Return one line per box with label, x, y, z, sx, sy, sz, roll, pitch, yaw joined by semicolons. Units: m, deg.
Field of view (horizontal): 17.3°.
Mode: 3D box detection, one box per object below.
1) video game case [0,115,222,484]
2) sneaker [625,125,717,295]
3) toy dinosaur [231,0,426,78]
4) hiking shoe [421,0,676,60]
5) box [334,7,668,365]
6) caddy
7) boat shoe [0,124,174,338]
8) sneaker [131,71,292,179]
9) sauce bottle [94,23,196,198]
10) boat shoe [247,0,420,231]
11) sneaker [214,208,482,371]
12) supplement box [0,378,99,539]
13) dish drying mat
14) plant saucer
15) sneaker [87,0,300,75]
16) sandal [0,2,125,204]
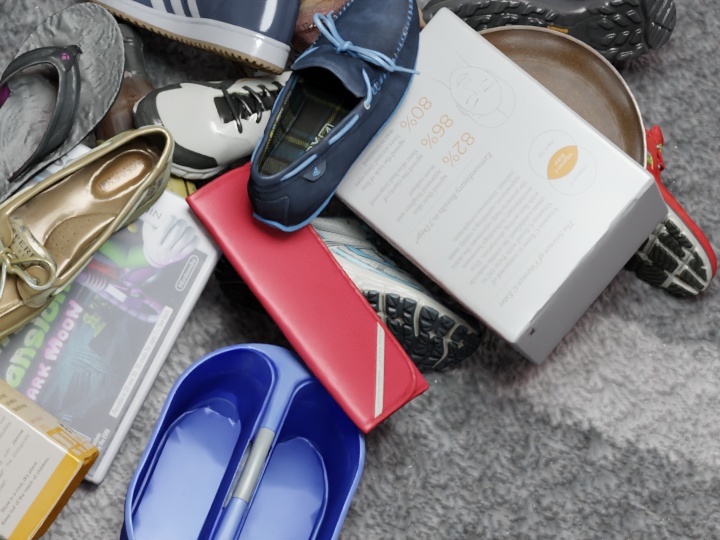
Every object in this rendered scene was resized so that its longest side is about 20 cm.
video game case;-0.210;0.016;1.614;0.181;0.023;0.201;27;83;0
sneaker;0.209;-0.073;1.791;0.085;0.077;0.200;-32;77;-34
toy dinosaur;-0.038;-0.186;1.732;0.135;0.200;0.086;-14;93;-23
hiking shoe;0.141;-0.199;1.843;0.198;0.076;0.101;-3;27;-1
box;0.092;-0.057;1.677;0.200;0.106;0.152;41;91;17
caddy;-0.079;0.147;1.580;0.141;0.105;0.201;23;61;-3
boat shoe;-0.204;-0.029;1.561;0.073;0.063;0.200;45;70;0
sneaker;-0.075;-0.114;1.689;0.199;0.080;0.074;-7;70;-44
sauce bottle;-0.155;-0.081;1.698;0.064;0.065;0.201;-6;65;-18
boat shoe;-0.012;-0.120;1.608;0.084;0.069;0.201;15;66;17
sneaker;0.000;0.000;1.695;0.199;0.078;0.087;24;50;-7
supplement box;-0.272;0.090;1.530;0.199;0.126;0.074;35;89;-1
dish drying mat;-0.034;0.015;1.615;0.077;0.018;0.200;-33;84;-41
plant saucer;0.113;-0.080;1.748;0.199;0.032;0.202;-2;80;12
sneaker;-0.112;-0.216;1.712;0.199;0.070;0.109;22;94;39
sandal;-0.227;-0.098;1.591;0.075;0.048;0.201;39;79;0
